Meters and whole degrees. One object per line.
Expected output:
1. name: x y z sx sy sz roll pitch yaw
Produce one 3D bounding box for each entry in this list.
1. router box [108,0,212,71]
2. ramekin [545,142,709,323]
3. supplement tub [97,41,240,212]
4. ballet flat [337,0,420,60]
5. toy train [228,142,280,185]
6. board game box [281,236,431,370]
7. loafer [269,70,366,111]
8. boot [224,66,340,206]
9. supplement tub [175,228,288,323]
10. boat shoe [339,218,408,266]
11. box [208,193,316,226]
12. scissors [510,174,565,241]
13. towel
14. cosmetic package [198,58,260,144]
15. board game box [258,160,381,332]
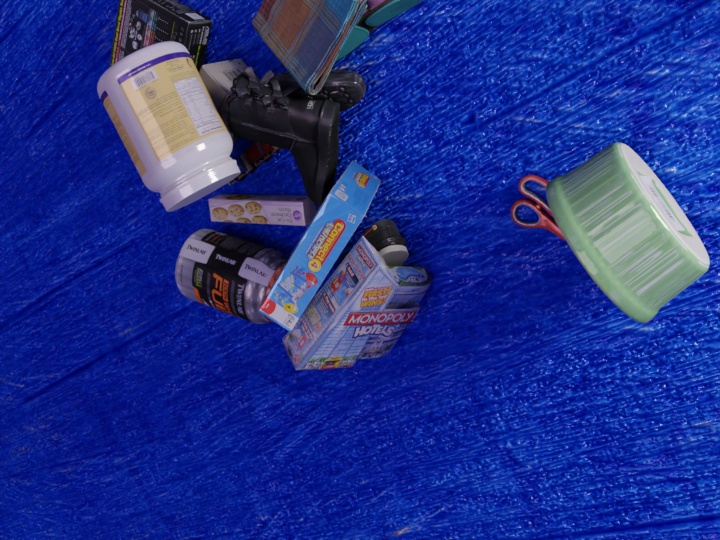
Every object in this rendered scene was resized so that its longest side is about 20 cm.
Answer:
1. router box: -0.335 -0.343 1.272 0.148 0.062 0.203 31 121 17
2. ramekin: 0.315 -0.051 0.907 0.097 0.199 0.202 -38 87 27
3. supplement tub: -0.270 -0.203 1.110 0.144 0.145 0.203 -23 97 35
4. ballet flat: -0.002 -0.358 1.069 0.197 0.068 0.073 -26 76 33
5. toy train: -0.157 -0.189 1.229 0.198 0.046 0.035 -30 92 35
6. board game box: 0.013 0.049 1.119 0.062 0.196 0.202 57 132 37
7. loafer: -0.076 -0.269 1.134 0.197 0.072 0.068 0 149 35
8. boot: -0.114 -0.192 1.136 0.159 0.074 0.200 16 143 7
9. supplement tub: -0.197 0.013 1.282 0.196 0.122 0.126 16 115 25
10. boat shoe: 0.002 0.000 1.195 0.202 0.072 0.064 -48 51 41
11. box: -0.162 -0.101 1.270 0.196 0.039 0.042 5 112 30
12. scissors: 0.285 -0.049 1.031 0.199 0.014 0.074 38 121 16
13. towel: -0.079 -0.355 1.077 0.148 0.021 0.201 -56 51 24
14. cosmetic package: -0.242 -0.231 1.233 0.073 0.103 0.201 45 125 8
15. board game box: -0.054 -0.041 1.105 0.055 0.201 0.198 32 112 -4
